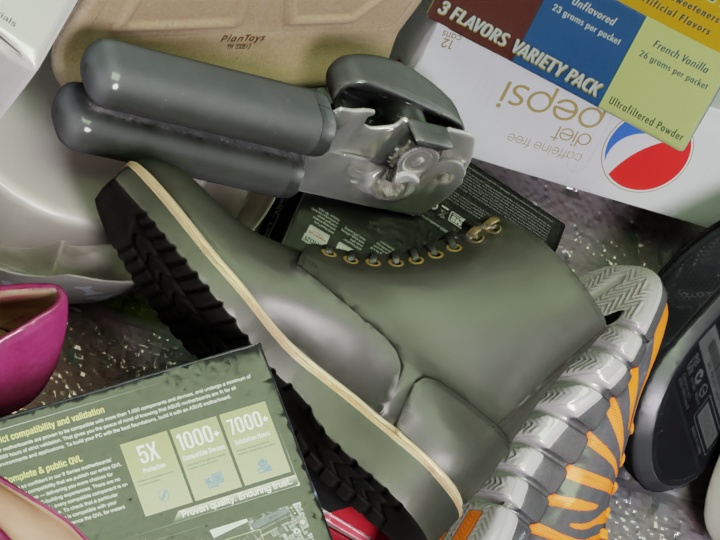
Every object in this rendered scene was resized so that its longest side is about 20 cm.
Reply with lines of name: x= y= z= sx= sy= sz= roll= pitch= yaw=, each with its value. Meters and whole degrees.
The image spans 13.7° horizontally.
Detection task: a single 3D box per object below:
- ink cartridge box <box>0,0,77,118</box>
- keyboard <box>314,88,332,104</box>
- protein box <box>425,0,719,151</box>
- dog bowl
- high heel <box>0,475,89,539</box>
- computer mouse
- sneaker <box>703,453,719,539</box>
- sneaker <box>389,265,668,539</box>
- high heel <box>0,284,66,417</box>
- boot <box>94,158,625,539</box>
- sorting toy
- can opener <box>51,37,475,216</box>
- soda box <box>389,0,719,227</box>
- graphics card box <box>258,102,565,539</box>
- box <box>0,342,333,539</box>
ink cartridge box: x=-0.146 y=-0.141 z=1.201 sx=0.085 sy=0.146 sz=0.200 roll=34 pitch=54 yaw=-10
keyboard: x=0.023 y=-0.014 z=1.401 sx=0.056 sy=0.011 sz=0.200 roll=-40 pitch=90 yaw=-33
protein box: x=0.149 y=-0.197 z=1.385 sx=0.135 sy=0.200 sz=0.199 roll=28 pitch=25 yaw=2
dog bowl: x=-0.131 y=-0.076 z=1.307 sx=0.200 sy=0.059 sz=0.200 roll=14 pitch=60 yaw=-25
high heel: x=-0.110 y=0.119 z=1.076 sx=0.200 sy=0.096 sz=0.067 roll=26 pitch=66 yaw=-4
computer mouse: x=0.171 y=0.023 z=1.427 sx=0.053 sy=0.139 sz=0.200 roll=22 pitch=54 yaw=34
sneaker: x=0.229 y=0.046 z=1.392 sx=0.075 sy=0.084 sz=0.200 roll=4 pitch=100 yaw=-53
sneaker: x=0.089 y=0.098 z=1.308 sx=0.200 sy=0.078 sz=0.112 roll=-55 pitch=126 yaw=-25
high heel: x=-0.214 y=0.036 z=1.165 sx=0.200 sy=0.096 sz=0.067 roll=-5 pitch=53 yaw=-39
boot: x=0.000 y=0.000 z=1.251 sx=0.200 sy=0.077 sz=0.138 roll=47 pitch=71 yaw=-8
sorting toy: x=-0.021 y=-0.154 z=1.254 sx=0.185 sy=0.200 sz=0.036 roll=-6 pitch=53 yaw=-39
can opener: x=-0.040 y=-0.068 z=1.285 sx=0.200 sy=0.053 sz=0.067 roll=13 pitch=42 yaw=-32
soda box: x=0.102 y=-0.082 z=1.431 sx=0.200 sy=0.064 sz=0.068 roll=15 pitch=27 yaw=-24
graphics card box: x=0.002 y=0.031 z=1.334 sx=0.125 sy=0.051 sz=0.200 roll=31 pitch=59 yaw=-14
box: x=-0.111 y=0.139 z=1.169 sx=0.200 sy=0.086 sz=0.164 roll=-17 pitch=76 yaw=-20
